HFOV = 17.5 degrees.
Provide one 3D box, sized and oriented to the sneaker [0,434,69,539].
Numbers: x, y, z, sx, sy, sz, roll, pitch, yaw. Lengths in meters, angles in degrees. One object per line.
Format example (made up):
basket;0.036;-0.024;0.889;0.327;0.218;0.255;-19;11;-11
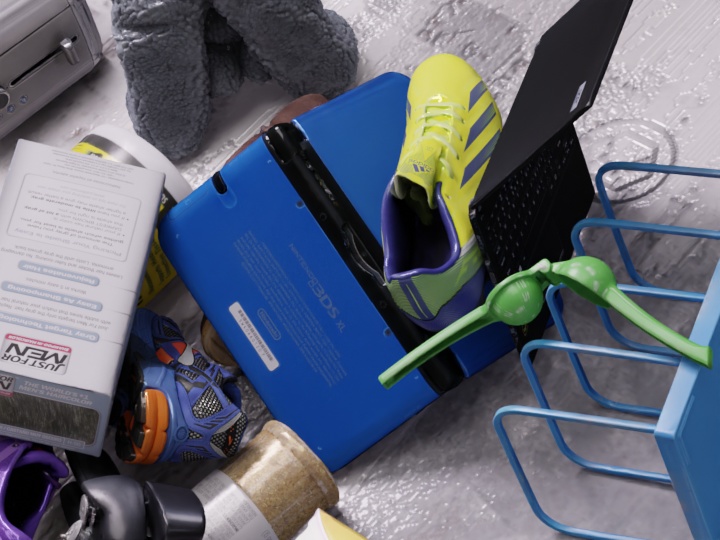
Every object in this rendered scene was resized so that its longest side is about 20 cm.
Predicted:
sneaker;-0.216;0.115;1.434;0.083;0.081;0.200;-22;45;15

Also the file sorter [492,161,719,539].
file sorter;0.177;0.050;1.390;0.122;0.139;0.200;7;55;28

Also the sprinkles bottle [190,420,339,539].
sprinkles bottle;-0.106;0.178;1.428;0.200;0.068;0.068;-40;50;-15

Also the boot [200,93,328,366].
boot;-0.056;-0.030;1.602;0.200;0.072;0.166;-41;36;-10

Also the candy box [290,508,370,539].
candy box;-0.034;0.251;1.346;0.136;0.061;0.200;27;64;36

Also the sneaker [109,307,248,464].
sneaker;-0.117;0.081;1.489;0.078;0.076;0.200;12;16;-13

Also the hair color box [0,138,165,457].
hair color box;-0.187;0.014;1.444;0.099;0.061;0.200;13;43;-4

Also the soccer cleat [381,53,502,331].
soccer cleat;0.048;-0.059;1.445;0.064;0.084;0.201;-13;56;25

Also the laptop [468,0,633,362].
laptop;0.140;-0.072;1.437;0.103;0.200;0.178;-2;40;26

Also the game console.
game console;0.000;0.000;1.507;0.171;0.118;0.200;-37;82;22

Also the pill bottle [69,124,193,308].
pill bottle;-0.205;0.004;1.579;0.112;0.113;0.200;30;67;36

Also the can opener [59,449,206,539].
can opener;-0.153;0.147;1.410;0.200;0.078;0.064;-165;90;-69

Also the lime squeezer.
lime squeezer;0.106;0.029;1.334;0.199;0.038;0.071;-5;80;24

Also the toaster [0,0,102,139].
toaster;-0.287;-0.194;1.776;0.129;0.114;0.200;-33;46;-14

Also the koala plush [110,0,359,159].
koala plush;-0.114;-0.223;1.711;0.177;0.184;0.200;-20;36;3
